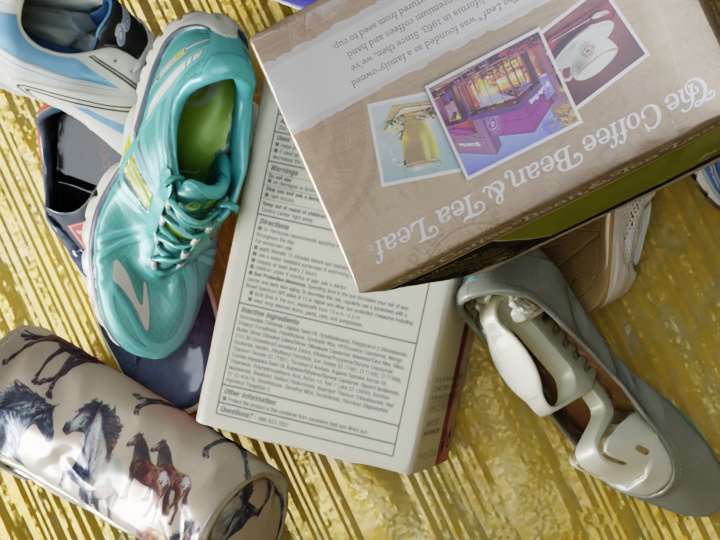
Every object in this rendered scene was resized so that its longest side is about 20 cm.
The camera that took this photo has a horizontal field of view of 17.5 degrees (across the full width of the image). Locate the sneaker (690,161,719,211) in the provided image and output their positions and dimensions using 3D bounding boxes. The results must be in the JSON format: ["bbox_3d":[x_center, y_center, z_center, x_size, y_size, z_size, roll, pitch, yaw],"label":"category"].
[{"bbox_3d":[0.207,-0.126,1.259,0.088,0.079,0.202,-4,94,10],"label":"sneaker"}]

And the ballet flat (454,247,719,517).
[{"bbox_3d":[0.120,0.072,1.257,0.067,0.064,0.200,-29,106,41],"label":"ballet flat"}]

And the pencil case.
[{"bbox_3d":[-0.133,0.110,1.317,0.199,0.078,0.090,28,80,27],"label":"pencil case"}]

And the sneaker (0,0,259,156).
[{"bbox_3d":[-0.127,-0.109,1.298,0.072,0.199,0.072,-41,37,40],"label":"sneaker"}]

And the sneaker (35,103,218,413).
[{"bbox_3d":[-0.140,-0.011,1.339,0.075,0.084,0.201,-24,84,12],"label":"sneaker"}]

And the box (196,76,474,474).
[{"bbox_3d":[0.000,0.000,1.292,0.127,0.109,0.202,13,92,13],"label":"box"}]

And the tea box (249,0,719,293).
[{"bbox_3d":[0.088,-0.092,1.105,0.199,0.197,0.134,-26,85,18],"label":"tea box"}]

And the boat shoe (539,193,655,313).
[{"bbox_3d":[0.134,-0.079,1.281,0.070,0.069,0.202,14,103,33],"label":"boat shoe"}]

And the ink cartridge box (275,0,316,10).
[{"bbox_3d":[-0.058,-0.248,1.187,0.197,0.043,0.201,22,76,28],"label":"ink cartridge box"}]

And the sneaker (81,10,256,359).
[{"bbox_3d":[-0.101,-0.040,1.264,0.077,0.080,0.201,5,113,-21],"label":"sneaker"}]
